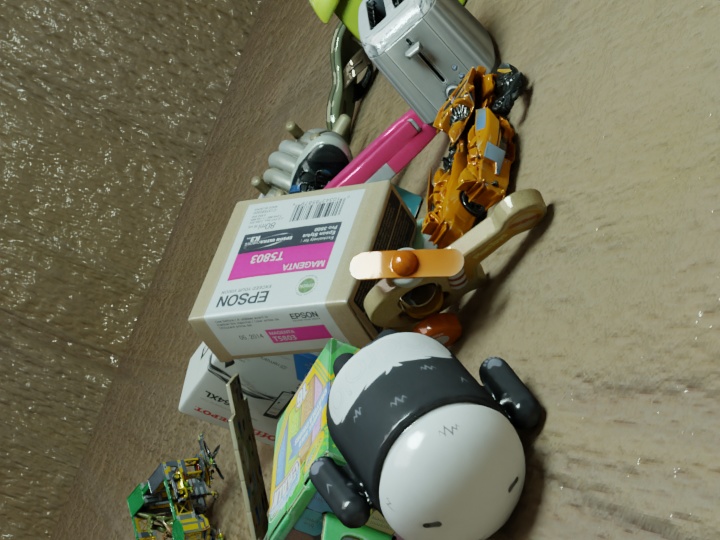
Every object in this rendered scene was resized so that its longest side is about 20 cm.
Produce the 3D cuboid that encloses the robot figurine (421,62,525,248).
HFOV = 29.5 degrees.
[{"bbox_3d":[0.111,-0.123,1.371,0.145,0.058,0.201,-51,23,43],"label":"robot figurine"}]

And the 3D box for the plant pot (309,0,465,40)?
[{"bbox_3d":[0.034,-0.390,1.786,0.201,0.180,0.199,-63,16,16],"label":"plant pot"}]

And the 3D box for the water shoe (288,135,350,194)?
[{"bbox_3d":[-0.060,-0.067,1.679,0.079,0.071,0.201,-103,32,-59],"label":"water shoe"}]

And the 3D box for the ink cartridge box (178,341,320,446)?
[{"bbox_3d":[-0.112,0.114,1.627,0.200,0.145,0.085,-52,22,46],"label":"ink cartridge box"}]

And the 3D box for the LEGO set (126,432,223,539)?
[{"bbox_3d":[-0.229,0.331,1.857,0.201,0.115,0.155,-57,47,43],"label":"LEGO set"}]

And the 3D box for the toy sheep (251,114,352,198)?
[{"bbox_3d":[-0.070,-0.128,1.864,0.201,0.137,0.138,-55,15,-4],"label":"toy sheep"}]

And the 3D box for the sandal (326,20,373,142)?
[{"bbox_3d":[-0.008,-0.283,2.014,0.080,0.057,0.204,20,-107,-65],"label":"sandal"}]

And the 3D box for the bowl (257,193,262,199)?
[{"bbox_3d":[-0.123,-0.044,2.026,0.200,0.074,0.201,-48,24,48],"label":"bowl"}]

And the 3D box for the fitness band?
[{"bbox_3d":[0.018,-0.126,1.590,0.200,0.037,0.144,-42,10,-5],"label":"fitness band"}]

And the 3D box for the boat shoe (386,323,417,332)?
[{"bbox_3d":[0.004,0.115,1.374,0.201,0.070,0.069,-60,-9,-18],"label":"boat shoe"}]

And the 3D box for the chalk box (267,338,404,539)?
[{"bbox_3d":[-0.001,0.182,1.197,0.124,0.123,0.201,-57,19,31],"label":"chalk box"}]

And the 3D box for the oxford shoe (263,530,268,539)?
[{"bbox_3d":[-0.056,0.234,1.438,0.202,0.057,0.075,-66,14,-2],"label":"oxford shoe"}]

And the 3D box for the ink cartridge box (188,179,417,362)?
[{"bbox_3d":[-0.058,0.001,1.394,0.198,0.075,0.166,-7,46,30],"label":"ink cartridge box"}]

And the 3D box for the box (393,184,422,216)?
[{"bbox_3d":[0.008,-0.052,1.639,0.083,0.049,0.200,-69,16,-9],"label":"box"}]

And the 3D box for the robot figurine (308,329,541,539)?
[{"bbox_3d":[0.047,0.130,1.063,0.151,0.124,0.200,-60,34,13],"label":"robot figurine"}]

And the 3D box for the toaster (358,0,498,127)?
[{"bbox_3d":[0.072,-0.260,1.528,0.113,0.129,0.201,-38,25,18],"label":"toaster"}]

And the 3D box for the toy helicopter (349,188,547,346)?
[{"bbox_3d":[0.080,-0.012,1.223,0.200,0.132,0.079,-39,57,27],"label":"toy helicopter"}]

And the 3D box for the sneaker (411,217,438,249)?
[{"bbox_3d":[0.000,0.000,1.462,0.201,0.117,0.074,-52,19,40],"label":"sneaker"}]

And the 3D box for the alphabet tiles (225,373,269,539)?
[{"bbox_3d":[-0.124,0.219,1.527,0.166,0.006,0.202,-87,-14,-87],"label":"alphabet tiles"}]
